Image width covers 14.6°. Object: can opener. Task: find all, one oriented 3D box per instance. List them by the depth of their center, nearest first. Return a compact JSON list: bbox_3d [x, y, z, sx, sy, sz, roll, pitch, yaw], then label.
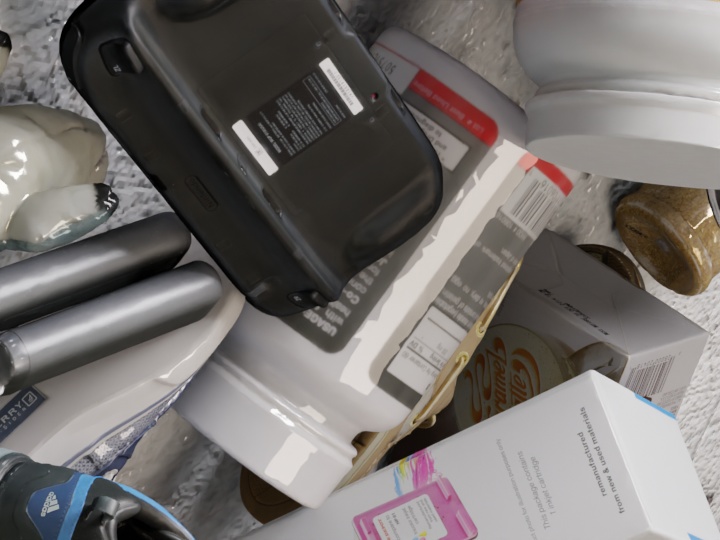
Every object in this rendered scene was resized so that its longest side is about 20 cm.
[{"bbox_3d":[-0.149,0.029,1.153,0.200,0.053,0.066,-24,164,-33],"label":"can opener"}]

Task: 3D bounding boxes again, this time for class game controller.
[{"bbox_3d":[-0.039,-0.061,1.155,0.104,0.042,0.200,-41,135,-4],"label":"game controller"}]

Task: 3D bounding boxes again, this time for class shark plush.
[{"bbox_3d":[-0.177,-0.003,1.114,0.200,0.091,0.083,-44,176,-23],"label":"shark plush"}]

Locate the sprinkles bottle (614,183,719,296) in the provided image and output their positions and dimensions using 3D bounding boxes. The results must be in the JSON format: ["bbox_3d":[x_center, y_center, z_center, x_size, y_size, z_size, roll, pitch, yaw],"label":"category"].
[{"bbox_3d":[0.230,-0.072,1.547,0.200,0.068,0.068,-41,144,-19],"label":"sprinkles bottle"}]

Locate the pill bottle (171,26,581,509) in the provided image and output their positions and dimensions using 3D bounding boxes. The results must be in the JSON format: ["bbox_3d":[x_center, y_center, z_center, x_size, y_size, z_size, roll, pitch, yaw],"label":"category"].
[{"bbox_3d":[0.000,0.000,1.286,0.200,0.114,0.114,-54,147,0],"label":"pill bottle"}]

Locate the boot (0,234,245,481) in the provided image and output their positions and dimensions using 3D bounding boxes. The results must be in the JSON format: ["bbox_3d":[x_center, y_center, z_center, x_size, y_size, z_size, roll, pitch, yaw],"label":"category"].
[{"bbox_3d":[-0.127,0.069,1.242,0.200,0.073,0.090,-38,151,-9],"label":"boot"}]

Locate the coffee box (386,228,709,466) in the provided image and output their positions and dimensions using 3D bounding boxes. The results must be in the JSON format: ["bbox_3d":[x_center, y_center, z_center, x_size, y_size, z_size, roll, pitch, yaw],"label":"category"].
[{"bbox_3d":[0.086,0.095,1.477,0.080,0.114,0.201,-13,130,-49],"label":"coffee box"}]

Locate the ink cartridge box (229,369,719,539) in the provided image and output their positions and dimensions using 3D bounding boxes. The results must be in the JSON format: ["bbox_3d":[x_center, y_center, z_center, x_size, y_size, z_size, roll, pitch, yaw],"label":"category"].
[{"bbox_3d":[0.056,0.134,1.342,0.199,0.085,0.144,-25,161,16],"label":"ink cartridge box"}]

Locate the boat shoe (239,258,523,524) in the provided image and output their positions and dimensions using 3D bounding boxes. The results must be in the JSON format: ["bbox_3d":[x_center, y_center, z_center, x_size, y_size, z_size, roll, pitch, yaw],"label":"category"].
[{"bbox_3d":[0.019,0.048,1.388,0.200,0.074,0.069,-55,141,0],"label":"boat shoe"}]

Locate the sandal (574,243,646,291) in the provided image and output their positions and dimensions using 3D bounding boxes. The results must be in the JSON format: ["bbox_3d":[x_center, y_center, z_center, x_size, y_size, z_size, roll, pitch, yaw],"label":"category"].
[{"bbox_3d":[0.116,0.071,1.547,0.055,0.081,0.201,-40,143,-59],"label":"sandal"}]

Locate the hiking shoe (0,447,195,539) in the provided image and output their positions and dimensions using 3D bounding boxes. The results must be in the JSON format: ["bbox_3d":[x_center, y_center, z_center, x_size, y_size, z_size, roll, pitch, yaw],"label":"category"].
[{"bbox_3d":[-0.098,0.139,1.185,0.200,0.086,0.075,44,59,-57],"label":"hiking shoe"}]

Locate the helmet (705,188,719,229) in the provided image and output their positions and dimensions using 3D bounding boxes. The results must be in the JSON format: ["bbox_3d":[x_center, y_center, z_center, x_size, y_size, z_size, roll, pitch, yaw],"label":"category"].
[{"bbox_3d":[0.204,-0.118,1.362,0.200,0.191,0.201,-31,140,-31],"label":"helmet"}]

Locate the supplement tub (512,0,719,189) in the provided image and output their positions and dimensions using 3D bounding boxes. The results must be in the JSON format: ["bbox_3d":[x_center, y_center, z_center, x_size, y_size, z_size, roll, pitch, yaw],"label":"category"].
[{"bbox_3d":[0.142,-0.143,1.210,0.144,0.144,0.201,16,80,-55],"label":"supplement tub"}]
